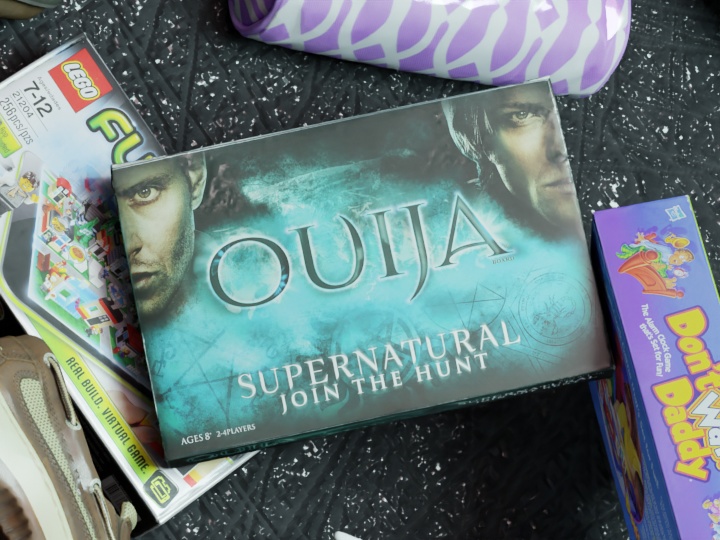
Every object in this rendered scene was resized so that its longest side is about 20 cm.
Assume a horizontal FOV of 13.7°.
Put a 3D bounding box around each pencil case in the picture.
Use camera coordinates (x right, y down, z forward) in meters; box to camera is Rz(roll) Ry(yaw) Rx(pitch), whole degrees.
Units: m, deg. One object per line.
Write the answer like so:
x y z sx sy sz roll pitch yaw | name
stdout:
0.032 -0.136 1.421 0.199 0.084 0.086 11 57 -25 | pencil case

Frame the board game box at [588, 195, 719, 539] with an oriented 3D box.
0.142 0.089 1.295 0.045 0.135 0.201 -10 59 -4 | board game box

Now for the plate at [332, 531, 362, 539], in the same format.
0.093 0.200 1.288 0.200 0.200 0.032 24 103 -34 | plate

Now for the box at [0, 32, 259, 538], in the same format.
-0.113 0.005 1.330 0.110 0.035 0.200 -36 92 -30 | box

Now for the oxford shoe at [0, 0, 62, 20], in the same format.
-0.219 -0.134 1.305 0.199 0.085 0.073 8 38 -41 | oxford shoe

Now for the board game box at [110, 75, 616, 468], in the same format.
0.000 0.000 1.304 0.199 0.028 0.136 -12 79 -2 | board game box

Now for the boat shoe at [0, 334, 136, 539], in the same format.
-0.121 0.121 1.266 0.075 0.075 0.203 -23 93 -39 | boat shoe
